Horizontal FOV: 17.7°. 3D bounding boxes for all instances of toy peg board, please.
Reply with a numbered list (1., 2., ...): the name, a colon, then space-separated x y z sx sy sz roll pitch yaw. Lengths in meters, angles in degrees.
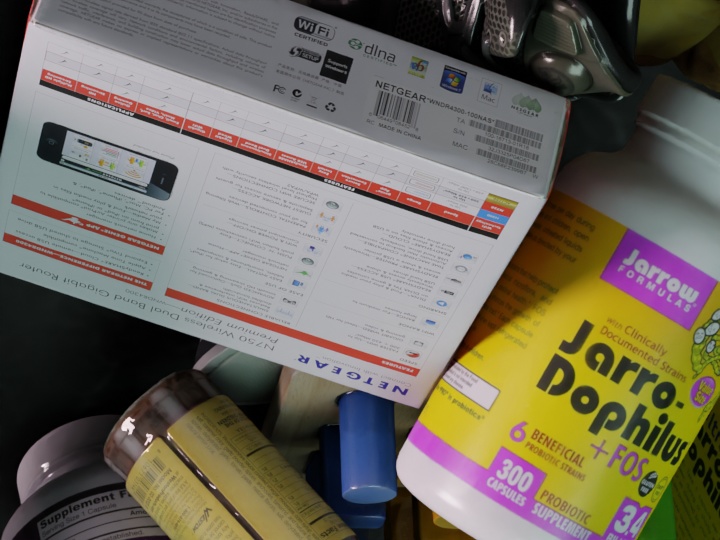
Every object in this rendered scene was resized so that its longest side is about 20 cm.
1. toy peg board: 0.055 0.114 1.092 0.198 0.098 0.200 2 155 -9

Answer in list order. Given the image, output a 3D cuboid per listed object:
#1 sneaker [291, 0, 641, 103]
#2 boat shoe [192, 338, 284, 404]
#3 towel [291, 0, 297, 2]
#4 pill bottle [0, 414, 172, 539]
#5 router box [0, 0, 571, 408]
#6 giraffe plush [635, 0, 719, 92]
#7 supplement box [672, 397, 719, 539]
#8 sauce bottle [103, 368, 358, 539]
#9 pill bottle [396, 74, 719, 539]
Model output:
1. sneaker: 0.037 -0.086 0.900 0.199 0.115 0.076 -42 137 23
2. boat shoe: 0.000 0.000 1.046 0.199 0.061 0.076 -27 147 28
3. towel: -0.017 -0.112 0.947 0.144 0.023 0.200 -25 141 1
4. pill bottle: -0.105 0.168 1.074 0.112 0.200 0.113 -12 138 -11
5. router box: -0.041 -0.033 0.906 0.199 0.049 0.180 19 148 -6
6. giraffe plush: 0.188 -0.121 0.915 0.172 0.163 0.200 17 127 -36
7. supplement box: 0.229 0.116 1.232 0.108 0.110 0.201 -4 136 -19
8. sauce bottle: -0.030 0.134 1.024 0.065 0.200 0.065 -39 165 -12
9. pill bottle: 0.104 0.024 0.954 0.104 0.104 0.201 28 93 -42
